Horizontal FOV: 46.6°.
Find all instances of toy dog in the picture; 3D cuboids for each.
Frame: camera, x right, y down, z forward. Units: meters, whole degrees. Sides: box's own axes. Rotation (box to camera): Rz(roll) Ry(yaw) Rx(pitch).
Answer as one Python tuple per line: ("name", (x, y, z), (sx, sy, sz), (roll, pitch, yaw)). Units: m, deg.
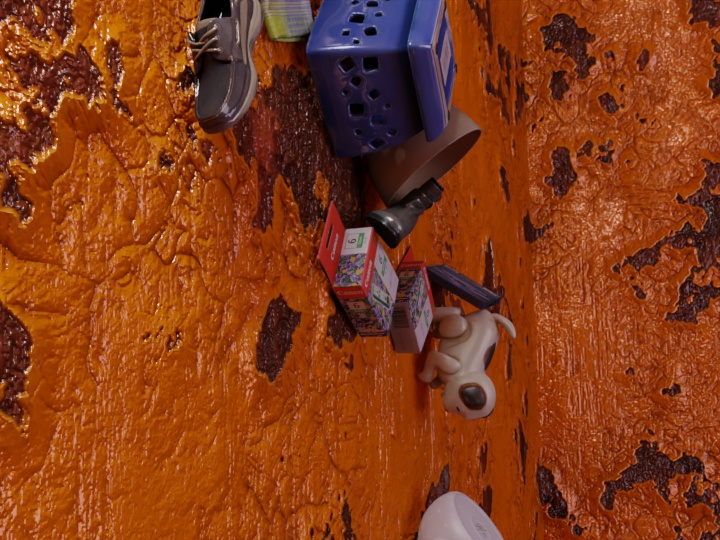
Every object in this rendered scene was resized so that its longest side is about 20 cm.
("toy dog", (0.205, 0.186, 1.601), (0.140, 0.191, 0.203), (70, 18, -63))

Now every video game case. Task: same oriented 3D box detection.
("video game case", (0.204, 0.031, 1.678), (0.019, 0.142, 0.200), (-62, 165, 11))

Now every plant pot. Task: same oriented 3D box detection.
("plant pot", (0.042, -0.305, 1.232), (0.201, 0.177, 0.202), (71, 25, -46))
("plant pot", (0.082, -0.216, 1.379), (0.135, 0.200, 0.200), (51, 21, 8))

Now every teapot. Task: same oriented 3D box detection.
("teapot", (0.170, 0.514, 1.518), (0.200, 0.146, 0.198), (44, 14, -14))

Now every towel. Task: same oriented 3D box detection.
("towel", (-0.107, -0.406, 1.101), (0.144, 0.022, 0.203), (-37, 121, -66))

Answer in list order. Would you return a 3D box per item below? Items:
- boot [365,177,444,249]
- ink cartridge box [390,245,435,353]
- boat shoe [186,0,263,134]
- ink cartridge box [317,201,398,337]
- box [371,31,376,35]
("boot", (0.076, -0.102, 1.328), (0.068, 0.131, 0.200), (47, 2, 1))
("ink cartridge box", (0.099, 0.047, 1.522), (0.201, 0.050, 0.110), (-62, 142, -53))
("boat shoe", (-0.156, -0.236, 0.898), (0.073, 0.074, 0.202), (43, 38, -47))
("ink cartridge box", (0.000, 0.000, 1.254), (0.201, 0.050, 0.110), (63, 31, -48))
("box", (0.045, -0.452, 1.371), (0.201, 0.116, 0.198), (66, 30, -45))
